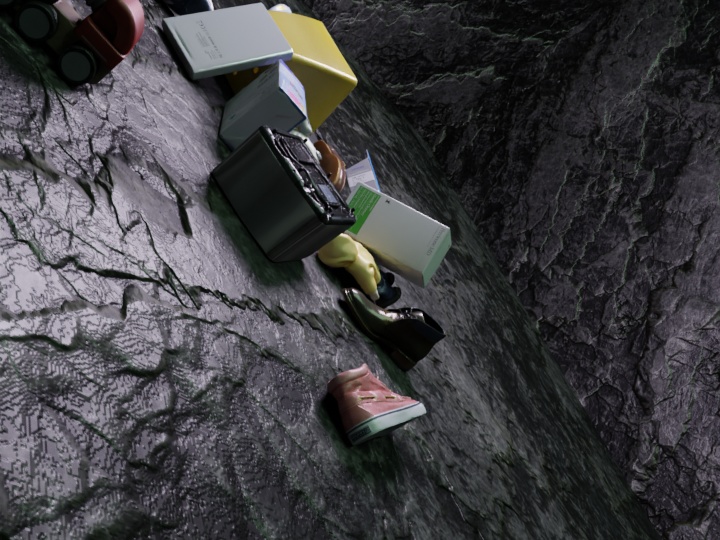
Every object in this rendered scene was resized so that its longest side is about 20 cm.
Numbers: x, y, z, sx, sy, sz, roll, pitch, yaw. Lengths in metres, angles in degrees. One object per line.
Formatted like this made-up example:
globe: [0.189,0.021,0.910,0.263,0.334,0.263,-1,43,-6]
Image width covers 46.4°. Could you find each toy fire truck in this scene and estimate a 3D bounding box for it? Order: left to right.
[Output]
toy fire truck: [-0.316,-0.354,1.010,0.176,0.199,0.129,47,16,-22]

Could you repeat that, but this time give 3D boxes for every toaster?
toaster: [-0.112,-0.116,1.285,0.181,0.118,0.200,54,13,6]

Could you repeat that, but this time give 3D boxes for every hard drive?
hard drive: [-0.237,-0.413,1.505,0.199,0.027,0.132,-20,67,-29]

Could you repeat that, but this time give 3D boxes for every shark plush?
shark plush: [-0.101,-0.208,1.577,0.200,0.091,0.083,47,-14,-7]

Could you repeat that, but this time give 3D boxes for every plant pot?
plant pot: [-0.161,-0.397,1.673,0.176,0.200,0.201,16,39,-50]

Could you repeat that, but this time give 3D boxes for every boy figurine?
boy figurine: [0.000,0.000,1.494,0.200,0.064,0.125,37,22,-48]

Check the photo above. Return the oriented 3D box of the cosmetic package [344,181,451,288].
cosmetic package: [0.058,-0.066,1.560,0.199,0.108,0.085,27,-15,17]

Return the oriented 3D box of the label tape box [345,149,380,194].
label tape box: [0.017,-0.149,1.816,0.201,0.063,0.145,-103,175,-57]

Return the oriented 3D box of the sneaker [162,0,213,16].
sneaker: [-0.362,-0.536,1.566,0.200,0.075,0.085,40,16,-15]

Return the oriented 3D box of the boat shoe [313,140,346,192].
boat shoe: [-0.059,-0.209,1.777,0.070,0.070,0.201,43,17,-31]

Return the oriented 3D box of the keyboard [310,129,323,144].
keyboard: [-0.130,-0.337,1.957,0.127,0.021,0.201,29,29,-47]

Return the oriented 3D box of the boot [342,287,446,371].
boot: [0.058,0.078,1.428,0.200,0.097,0.075,46,15,-29]

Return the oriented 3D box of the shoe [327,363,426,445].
shoe: [0.023,0.174,1.138,0.092,0.071,0.200,63,20,14]

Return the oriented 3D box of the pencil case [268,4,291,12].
pencil case: [-0.191,-0.638,2.326,0.201,0.090,0.083,55,14,9]

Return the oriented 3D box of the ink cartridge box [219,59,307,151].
ink cartridge box: [-0.168,-0.285,1.466,0.076,0.136,0.201,48,15,-27]
